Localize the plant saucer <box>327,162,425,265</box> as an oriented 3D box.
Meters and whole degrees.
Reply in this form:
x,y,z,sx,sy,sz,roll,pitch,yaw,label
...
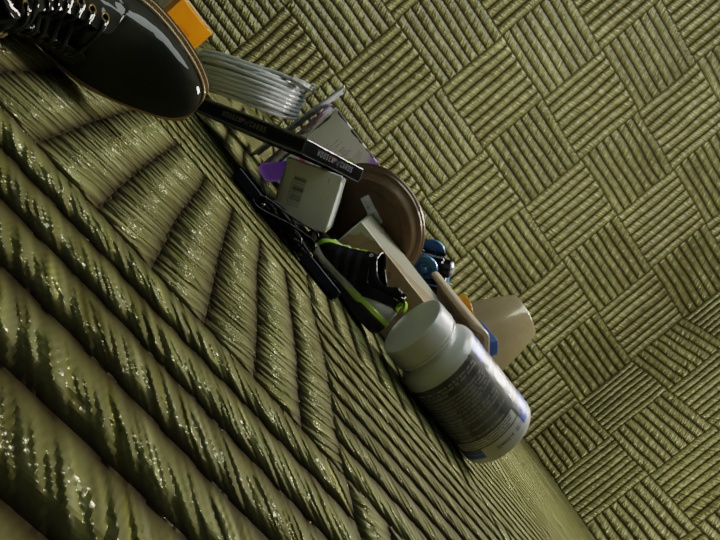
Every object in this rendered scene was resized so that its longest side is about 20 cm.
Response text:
x,y,z,sx,sy,sz,roll,pitch,yaw,label
0.009,-0.072,1.131,0.201,0.199,0.029,51,33,0,plant saucer

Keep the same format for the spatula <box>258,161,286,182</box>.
x,y,z,sx,sy,sz,roll,pitch,yaw,label
-0.077,-0.156,1.171,0.197,0.021,0.057,5,36,-35,spatula

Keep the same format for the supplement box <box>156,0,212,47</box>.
x,y,z,sx,sy,sz,roll,pitch,yaw,label
-0.404,-0.563,1.436,0.201,0.073,0.126,53,4,21,supplement box

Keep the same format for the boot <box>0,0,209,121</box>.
x,y,z,sx,sy,sz,roll,pitch,yaw,label
-0.175,-0.141,0.406,0.199,0.078,0.139,34,17,-31,boot

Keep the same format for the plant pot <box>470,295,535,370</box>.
x,y,z,sx,sy,sz,roll,pitch,yaw,label
0.239,0.135,1.390,0.189,0.198,0.187,62,-5,10,plant pot

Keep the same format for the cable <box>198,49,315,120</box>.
x,y,z,sx,sy,sz,roll,pitch,yaw,label
-0.190,-0.321,1.208,0.197,0.070,0.200,13,12,-23,cable

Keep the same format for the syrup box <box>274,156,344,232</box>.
x,y,z,sx,sy,sz,roll,pitch,yaw,label
-0.070,-0.108,1.005,0.080,0.080,0.200,19,6,-2,syrup box

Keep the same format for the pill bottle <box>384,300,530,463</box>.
x,y,z,sx,sy,sz,roll,pitch,yaw,label
0.126,0.145,0.918,0.201,0.113,0.114,50,4,-16,pill bottle

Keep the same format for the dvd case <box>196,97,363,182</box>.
x,y,z,sx,sy,sz,roll,pitch,yaw,label
-0.110,-0.178,0.949,0.198,0.025,0.150,27,6,29,dvd case

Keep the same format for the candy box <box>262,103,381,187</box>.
x,y,z,sx,sy,sz,roll,pitch,yaw,label
-0.051,-0.164,1.253,0.201,0.167,0.072,50,3,-25,candy box

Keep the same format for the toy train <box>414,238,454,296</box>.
x,y,z,sx,sy,sz,roll,pitch,yaw,label
0.068,0.000,1.234,0.087,0.197,0.116,-55,153,-54,toy train

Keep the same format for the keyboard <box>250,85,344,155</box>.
x,y,z,sx,sy,sz,roll,pitch,yaw,label
-0.108,-0.260,1.212,0.011,0.199,0.056,54,3,-4,keyboard

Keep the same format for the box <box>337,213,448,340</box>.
x,y,z,sx,sy,sz,roll,pitch,yaw,label
0.039,0.022,1.083,0.201,0.095,0.078,50,19,-1,box

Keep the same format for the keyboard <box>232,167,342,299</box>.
x,y,z,sx,sy,sz,roll,pitch,yaw,label
-0.079,-0.051,0.861,0.201,0.039,0.104,50,3,-10,keyboard

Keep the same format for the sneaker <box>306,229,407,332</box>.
x,y,z,sx,sy,sz,roll,pitch,yaw,label
0.000,0.000,0.972,0.201,0.083,0.072,52,4,32,sneaker

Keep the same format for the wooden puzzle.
x,y,z,sx,sy,sz,roll,pitch,yaw,label
0.175,0.121,1.134,0.186,0.046,0.203,-122,-162,-57,wooden puzzle
